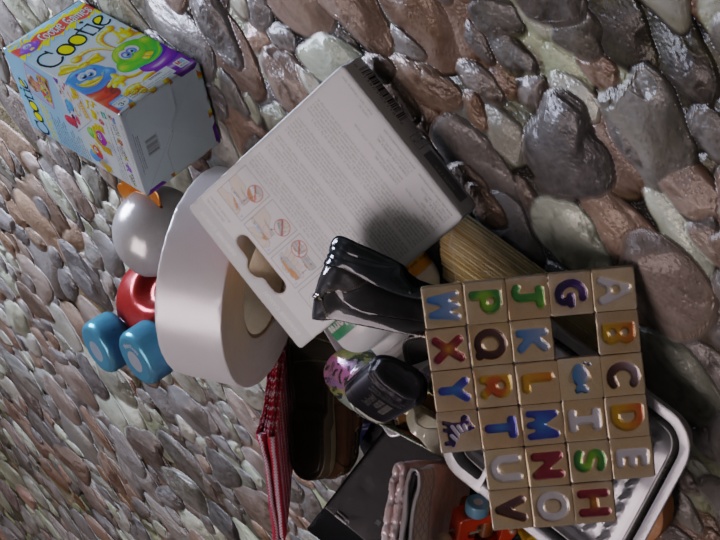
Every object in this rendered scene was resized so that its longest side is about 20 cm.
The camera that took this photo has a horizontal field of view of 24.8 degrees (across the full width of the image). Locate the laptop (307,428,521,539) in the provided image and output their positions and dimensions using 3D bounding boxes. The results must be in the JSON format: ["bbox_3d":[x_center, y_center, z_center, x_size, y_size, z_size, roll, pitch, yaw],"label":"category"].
[{"bbox_3d":[0.061,0.266,1.681,0.187,0.201,0.116,38,-167,3],"label":"laptop"}]

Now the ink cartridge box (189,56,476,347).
[{"bbox_3d":[-0.025,-0.055,1.382,0.200,0.047,0.160,-39,90,27],"label":"ink cartridge box"}]

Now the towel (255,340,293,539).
[{"bbox_3d":[-0.082,0.155,1.640,0.022,0.201,0.146,-2,125,3],"label":"towel"}]

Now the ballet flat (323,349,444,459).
[{"bbox_3d":[0.050,0.133,1.532,0.199,0.071,0.070,27,109,10],"label":"ballet flat"}]

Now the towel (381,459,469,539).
[{"bbox_3d":[0.057,0.275,1.510,0.032,0.202,0.191,8,176,20],"label":"towel"}]

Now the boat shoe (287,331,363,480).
[{"bbox_3d":[-0.029,0.108,1.640,0.072,0.068,0.202,14,99,41],"label":"boat shoe"}]

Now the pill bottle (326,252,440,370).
[{"bbox_3d":[0.000,0.000,1.454,0.201,0.113,0.113,51,154,0],"label":"pill bottle"}]

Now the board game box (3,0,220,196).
[{"bbox_3d":[-0.250,-0.177,1.648,0.199,0.103,0.106,30,147,37],"label":"board game box"}]

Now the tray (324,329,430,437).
[{"bbox_3d":[0.023,0.062,1.564,0.107,0.022,0.201,-21,108,35],"label":"tray"}]

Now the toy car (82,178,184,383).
[{"bbox_3d":[-0.209,-0.019,1.700,0.176,0.184,0.202,8,125,55],"label":"toy car"}]

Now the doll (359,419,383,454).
[{"bbox_3d":[0.025,0.161,1.684,0.200,0.048,0.137,42,131,17],"label":"doll"}]

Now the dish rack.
[{"bbox_3d":[0.172,0.139,1.338,0.199,0.043,0.173,37,119,27],"label":"dish rack"}]

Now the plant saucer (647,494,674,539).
[{"bbox_3d":[0.187,0.163,1.434,0.200,0.032,0.201,41,156,23],"label":"plant saucer"}]

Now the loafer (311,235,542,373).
[{"bbox_3d":[0.054,0.044,1.315,0.199,0.073,0.073,25,-179,15],"label":"loafer"}]

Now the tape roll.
[{"bbox_3d":[-0.119,0.007,1.547,0.070,0.203,0.204,10,138,18],"label":"tape roll"}]

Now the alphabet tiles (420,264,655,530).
[{"bbox_3d":[0.139,0.102,1.271,0.008,0.165,0.202,-50,-47,-76],"label":"alphabet tiles"}]

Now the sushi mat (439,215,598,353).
[{"bbox_3d":[0.141,0.025,1.369,0.199,0.012,0.096,38,151,28],"label":"sushi mat"}]

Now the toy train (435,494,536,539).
[{"bbox_3d":[0.130,0.277,1.554,0.056,0.149,0.202,-122,28,-50],"label":"toy train"}]

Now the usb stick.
[{"bbox_3d":[0.020,0.100,1.372,0.055,0.033,0.200,34,169,0],"label":"usb stick"}]
